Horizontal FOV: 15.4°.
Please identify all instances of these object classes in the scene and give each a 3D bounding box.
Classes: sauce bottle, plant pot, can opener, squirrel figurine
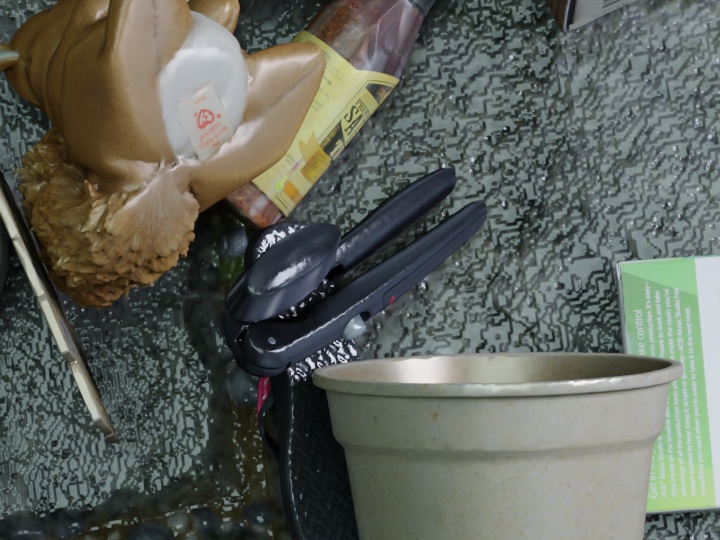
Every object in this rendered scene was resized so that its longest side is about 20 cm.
[{"bbox_3d":[-0.014,-0.113,1.530,0.066,0.066,0.200,40,87,8],"label":"sauce bottle"},{"bbox_3d":[0.076,0.143,1.433,0.199,0.200,0.185,-2,92,3],"label":"plant pot"},{"bbox_3d":[0.000,0.000,1.480,0.200,0.079,0.064,-27,82,-40],"label":"can opener"},{"bbox_3d":[-0.144,-0.082,1.469,0.186,0.141,0.201,17,88,50],"label":"squirrel figurine"}]

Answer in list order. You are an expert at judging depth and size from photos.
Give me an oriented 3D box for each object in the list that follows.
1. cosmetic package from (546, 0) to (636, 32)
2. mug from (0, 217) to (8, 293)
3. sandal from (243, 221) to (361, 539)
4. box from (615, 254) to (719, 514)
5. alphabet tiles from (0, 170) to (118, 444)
[{"bbox_3d":[0.113,-0.251,1.527,0.087,0.103,0.201,-24,79,-2],"label":"cosmetic package"},{"bbox_3d":[-0.284,-0.028,1.482,0.149,0.153,0.187,-32,66,35],"label":"mug"},{"bbox_3d":[-0.029,0.073,1.508,0.075,0.045,0.201,-5,80,-36],"label":"sandal"},{"bbox_3d":[0.248,0.060,1.505,0.199,0.036,0.145,-4,81,1],"label":"box"},{"bbox_3d":[-0.180,-0.001,1.470,0.006,0.166,0.201,-24,81,-4],"label":"alphabet tiles"}]
